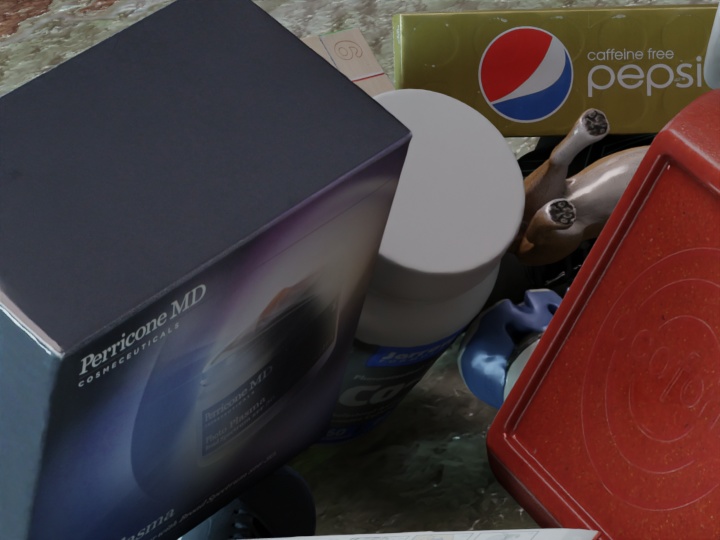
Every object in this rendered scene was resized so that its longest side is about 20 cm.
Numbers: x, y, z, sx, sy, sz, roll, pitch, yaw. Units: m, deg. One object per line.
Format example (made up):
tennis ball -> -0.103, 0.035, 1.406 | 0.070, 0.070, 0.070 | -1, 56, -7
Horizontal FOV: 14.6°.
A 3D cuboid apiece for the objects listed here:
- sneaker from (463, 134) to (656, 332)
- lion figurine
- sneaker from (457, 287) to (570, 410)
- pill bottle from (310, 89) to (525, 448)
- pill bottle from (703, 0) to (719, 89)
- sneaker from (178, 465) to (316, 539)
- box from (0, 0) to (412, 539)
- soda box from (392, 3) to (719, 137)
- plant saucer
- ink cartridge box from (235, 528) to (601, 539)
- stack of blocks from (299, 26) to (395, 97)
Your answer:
sneaker -> 0.104, -0.029, 1.495 | 0.079, 0.075, 0.200 | 11, 38, 37
lion figurine -> 0.130, -0.037, 1.419 | 0.200, 0.073, 0.122 | -5, -19, -23
sneaker -> 0.157, 0.056, 1.322 | 0.199, 0.081, 0.115 | -14, 41, -12
pill bottle -> 0.000, 0.000, 1.347 | 0.114, 0.114, 0.200 | -32, -10, -29
pill bottle -> 0.263, -0.104, 1.251 | 0.200, 0.112, 0.112 | 20, 37, 11
sneaker -> -0.032, 0.138, 1.201 | 0.146, 0.077, 0.202 | -30, 20, 38
box -> -0.101, 0.019, 1.158 | 0.123, 0.199, 0.200 | 39, 51, 22
soda box -> 0.118, -0.105, 1.487 | 0.200, 0.068, 0.064 | -2, 4, -3
plant saucer -> 0.136, 0.046, 1.134 | 0.037, 0.200, 0.200 | 19, 17, -37
ink cartridge box -> -0.017, 0.139, 1.030 | 0.200, 0.050, 0.109 | -4, 16, 26
stack of blocks -> -0.071, -0.062, 1.346 | 0.200, 0.059, 0.115 | -17, -18, -44
